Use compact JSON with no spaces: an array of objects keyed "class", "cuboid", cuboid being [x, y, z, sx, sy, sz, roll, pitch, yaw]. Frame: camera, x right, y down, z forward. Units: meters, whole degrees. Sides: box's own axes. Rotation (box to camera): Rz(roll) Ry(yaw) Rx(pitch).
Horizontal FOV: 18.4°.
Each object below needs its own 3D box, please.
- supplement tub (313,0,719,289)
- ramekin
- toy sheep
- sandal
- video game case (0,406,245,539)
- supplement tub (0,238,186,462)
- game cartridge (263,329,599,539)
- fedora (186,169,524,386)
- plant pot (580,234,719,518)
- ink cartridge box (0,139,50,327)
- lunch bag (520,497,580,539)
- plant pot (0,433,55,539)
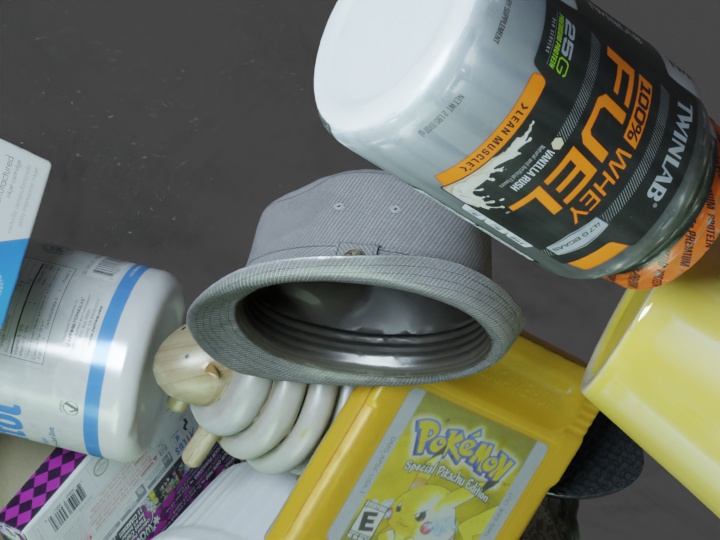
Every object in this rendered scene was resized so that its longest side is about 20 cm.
[{"class":"supplement tub","cuboid":[0.085,-0.075,1.082,0.199,0.123,0.122,29,152,-32]},{"class":"ramekin","cuboid":[-0.053,0.228,1.562,0.199,0.098,0.201,24,143,20]},{"class":"toy sheep","cuboid":[-0.046,0.075,1.472,0.199,0.139,0.138,11,161,-32]},{"class":"sandal","cuboid":[0.097,0.125,1.547,0.198,0.076,0.045,-1,166,-1]},{"class":"video game case","cuboid":[-0.158,0.169,1.592,0.036,0.200,0.182,16,143,35]},{"class":"supplement tub","cuboid":[-0.226,0.044,1.483,0.198,0.133,0.132,13,156,9]},{"class":"game cartridge","cuboid":[0.055,0.125,1.456,0.176,0.201,0.032,25,-169,-36]},{"class":"fedora","cuboid":[0.000,0.000,1.327,0.198,0.091,0.177,-3,153,20]},{"class":"plant pot","cuboid":[0.233,0.060,1.235,0.188,0.202,0.201,29,156,1]},{"class":"ink cartridge box","cuboid":[-0.299,-0.046,1.332,0.199,0.117,0.067,25,155,-25]},{"class":"lunch bag","cuboid":[0.042,0.182,1.641,0.199,0.118,0.164,28,135,-27]},{"class":"plant pot","cuboid":[-0.220,0.156,1.706,0.199,0.188,0.187,14,161,35]}]
